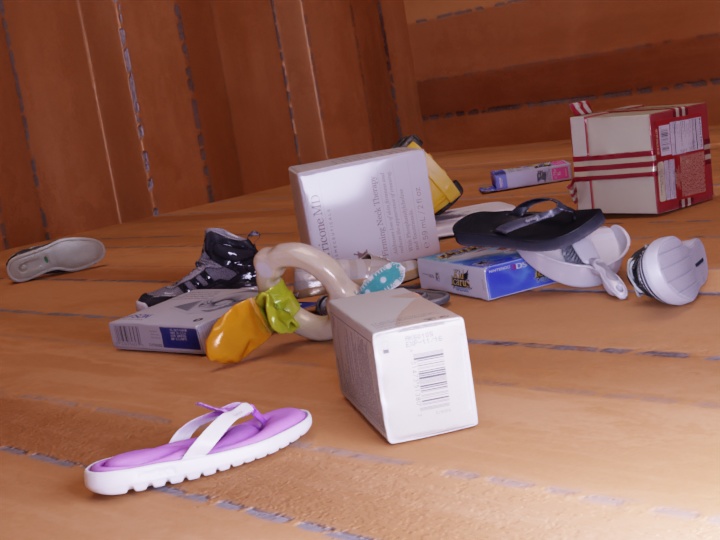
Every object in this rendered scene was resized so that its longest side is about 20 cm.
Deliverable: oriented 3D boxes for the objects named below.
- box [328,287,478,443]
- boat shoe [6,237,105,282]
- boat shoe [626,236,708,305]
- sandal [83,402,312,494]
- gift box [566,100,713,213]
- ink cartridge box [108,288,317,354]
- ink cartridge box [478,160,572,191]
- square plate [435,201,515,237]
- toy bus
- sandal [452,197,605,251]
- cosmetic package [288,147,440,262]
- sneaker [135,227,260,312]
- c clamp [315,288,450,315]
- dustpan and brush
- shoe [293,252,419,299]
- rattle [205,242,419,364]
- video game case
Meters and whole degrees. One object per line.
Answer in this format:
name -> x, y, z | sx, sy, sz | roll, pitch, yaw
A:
box -> 0.031, 0.076, 1.123 | 0.077, 0.096, 0.200 | -10, 9, -10
boat shoe -> -0.621, -0.029, 2.669 | 0.199, 0.072, 0.068 | -13, 13, -12
boat shoe -> 0.320, 0.005, 1.399 | 0.070, 0.073, 0.200 | -15, -5, 26
sandal -> -0.126, 0.133, 1.060 | 0.202, 0.050, 0.082 | -15, 10, -33
gift box -> 0.437, -0.187, 2.120 | 0.199, 0.186, 0.186 | -8, 7, -39
ink cartridge box -> -0.184, 0.053, 1.662 | 0.199, 0.041, 0.199 | -22, 14, -41
ink cartridge box -> 0.355, -0.205, 2.850 | 0.198, 0.042, 0.119 | -11, 8, 3
square plate -> 0.188, -0.091, 2.297 | 0.197, 0.029, 0.200 | -10, 8, -7
toy bus -> 0.065, -0.124, 2.283 | 0.192, 0.136, 0.200 | -45, 8, 0
sandal -> 0.192, -0.057, 1.556 | 0.199, 0.043, 0.076 | -1, 29, 36
cosmetic package -> 0.003, -0.094, 2.050 | 0.198, 0.169, 0.166 | -11, 9, -7
sneaker -> -0.227, 0.000, 1.859 | 0.198, 0.115, 0.075 | -10, 8, 0
c clamp -> 0.016, 0.041, 1.605 | 0.170, 0.027, 0.200 | -15, 10, -31
dustpan and brush -> 0.267, -0.011, 1.530 | 0.138, 0.058, 0.201 | -6, 38, -11
shoe -> 0.000, 0.000, 1.732 | 0.199, 0.054, 0.070 | -7, -6, -31
rattle -> -0.051, 0.049, 1.430 | 0.199, 0.131, 0.143 | 16, 26, 28
video game case -> 0.201, -0.011, 1.683 | 0.199, 0.046, 0.181 | -13, 8, -23
